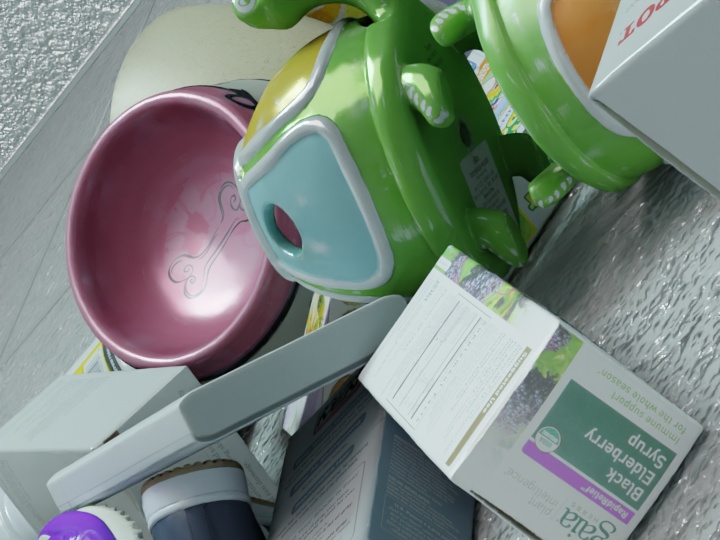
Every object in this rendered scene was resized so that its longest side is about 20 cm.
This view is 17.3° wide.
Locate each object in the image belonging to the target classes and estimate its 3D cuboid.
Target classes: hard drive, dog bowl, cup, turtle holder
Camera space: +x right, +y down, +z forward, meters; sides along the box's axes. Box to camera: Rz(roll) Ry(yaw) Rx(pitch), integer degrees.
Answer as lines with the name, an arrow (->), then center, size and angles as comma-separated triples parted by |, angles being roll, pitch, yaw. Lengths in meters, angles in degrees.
hard drive -> -0.068, 0.070, 1.189 | 0.132, 0.027, 0.200 | -26, -3, -29
dog bowl -> -0.094, -0.021, 1.418 | 0.200, 0.074, 0.201 | -4, 83, 35
cup -> -0.044, -0.086, 1.546 | 0.143, 0.200, 0.201 | -7, 45, 40
turtle holder -> 0.133, -0.117, 1.145 | 0.132, 0.141, 0.185 | -31, -16, 25
turtle holder -> 0.002, -0.065, 1.184 | 0.131, 0.186, 0.141 | -19, 40, 23

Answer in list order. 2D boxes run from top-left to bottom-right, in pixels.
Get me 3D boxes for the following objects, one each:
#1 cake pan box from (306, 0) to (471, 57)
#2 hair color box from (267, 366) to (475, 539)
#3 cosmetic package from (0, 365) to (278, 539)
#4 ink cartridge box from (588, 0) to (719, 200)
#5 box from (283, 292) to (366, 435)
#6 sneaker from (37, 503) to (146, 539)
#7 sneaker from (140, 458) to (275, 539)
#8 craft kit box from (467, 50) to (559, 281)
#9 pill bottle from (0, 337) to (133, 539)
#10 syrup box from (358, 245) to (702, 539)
cake pan box -> 0.029, -0.217, 1.556 | 0.200, 0.184, 0.052 | -39, 26, 44
hair color box -> 0.004, 0.123, 1.129 | 0.099, 0.061, 0.200 | -48, 17, 28
cosmetic package -> -0.140, 0.125, 1.419 | 0.081, 0.113, 0.200 | -43, 18, -26
ink cartridge box -> 0.198, -0.121, 0.867 | 0.145, 0.144, 0.200 | -40, 22, 46
box -> 0.000, 0.000, 1.320 | 0.039, 0.041, 0.201 | -158, 82, -75
sneaker -> -0.143, 0.178, 1.135 | 0.200, 0.099, 0.070 | -133, 41, -56
sneaker -> -0.065, 0.171, 1.220 | 0.070, 0.109, 0.200 | -17, -18, 0
craft kit box -> 0.086, -0.083, 1.358 | 0.200, 0.048, 0.197 | -57, 17, -4
pill bottle -> -0.169, 0.121, 1.592 | 0.200, 0.112, 0.112 | -48, 16, 28
syrup box -> 0.068, 0.057, 1.028 | 0.082, 0.079, 0.200 | -55, 14, 1
